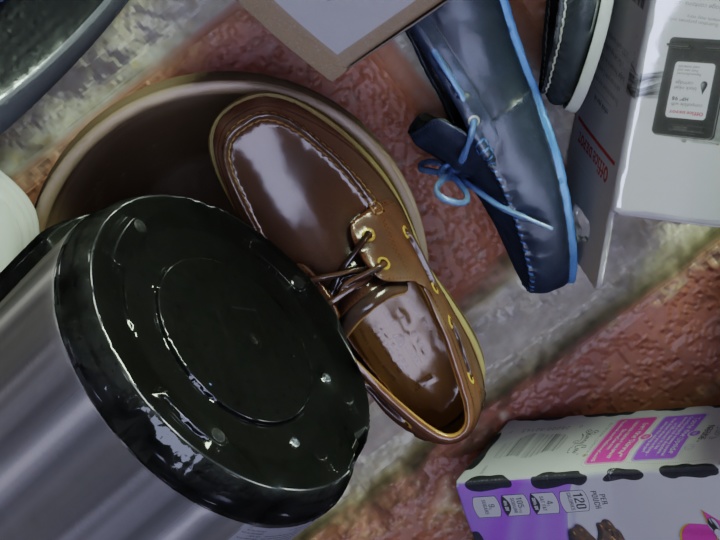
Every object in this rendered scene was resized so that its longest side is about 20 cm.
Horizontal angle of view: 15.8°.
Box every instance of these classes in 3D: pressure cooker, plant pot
[{"bbox_3d":[-0.118,0.084,1.193,0.176,0.179,0.200,35,125,-20],"label":"pressure cooker"},{"bbox_3d":[-0.070,-0.011,1.320,0.201,0.093,0.201,-2,109,-6],"label":"plant pot"}]

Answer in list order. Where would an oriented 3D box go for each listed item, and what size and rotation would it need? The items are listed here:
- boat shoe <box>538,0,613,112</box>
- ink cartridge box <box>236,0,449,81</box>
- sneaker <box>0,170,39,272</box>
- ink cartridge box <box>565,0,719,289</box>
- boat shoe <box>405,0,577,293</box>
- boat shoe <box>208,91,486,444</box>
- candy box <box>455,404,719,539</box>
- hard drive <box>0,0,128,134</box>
[{"bbox_3d":[0.098,-0.181,1.294,0.066,0.075,0.200,7,106,-6],"label":"boat shoe"},{"bbox_3d":[0.043,-0.199,1.188,0.075,0.200,0.165,39,56,-15],"label":"ink cartridge box"},{"bbox_3d":[-0.246,-0.052,1.217,0.200,0.089,0.075,33,119,-3],"label":"sneaker"},{"bbox_3d":[0.156,-0.096,1.304,0.067,0.116,0.200,6,107,-9],"label":"ink cartridge box"},{"bbox_3d":[0.053,-0.079,1.325,0.069,0.084,0.200,-21,93,-10],"label":"boat shoe"},{"bbox_3d":[0.000,0.001,1.248,0.072,0.068,0.200,-34,108,5],"label":"boat shoe"},{"bbox_3d":[0.172,0.160,1.360,0.200,0.072,0.168,-7,112,33],"label":"candy box"},{"bbox_3d":[-0.190,-0.136,1.223,0.135,0.200,0.042,48,142,-10],"label":"hard drive"}]
